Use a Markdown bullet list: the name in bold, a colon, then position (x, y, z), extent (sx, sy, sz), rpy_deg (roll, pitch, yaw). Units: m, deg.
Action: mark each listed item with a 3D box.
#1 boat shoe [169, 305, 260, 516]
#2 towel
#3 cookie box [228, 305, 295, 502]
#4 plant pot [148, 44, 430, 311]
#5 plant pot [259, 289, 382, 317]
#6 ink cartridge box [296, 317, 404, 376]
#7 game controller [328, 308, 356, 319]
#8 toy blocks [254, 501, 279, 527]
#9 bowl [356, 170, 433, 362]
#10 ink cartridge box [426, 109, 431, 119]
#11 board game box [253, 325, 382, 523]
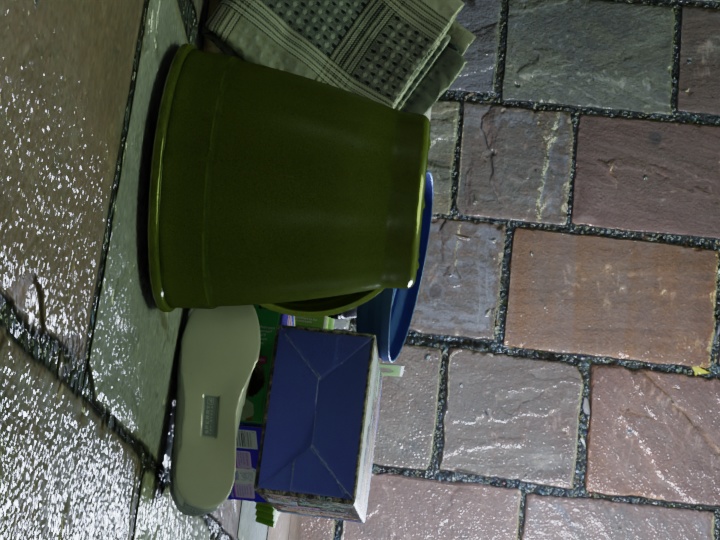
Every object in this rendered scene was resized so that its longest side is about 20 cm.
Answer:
- **boat shoe**: position (-0.131, 0.115, 1.142), extent (0.068, 0.071, 0.202), rpy_deg (138, -44, -60)
- **towel**: position (-0.009, -0.206, 1.128), extent (0.193, 0.200, 0.035), rpy_deg (-55, -171, -28)
- **cookie box**: position (-0.115, 0.114, 1.372), extent (0.172, 0.074, 0.202), rpy_deg (91, 4, -55)
- **plant pot**: position (-0.046, -0.060, 0.997), extent (0.200, 0.191, 0.203), rpy_deg (6, 90, -89)
- **plant pot**: position (-0.059, -0.062, 1.222), extent (0.193, 0.198, 0.203), rpy_deg (-176, -89, -80)
- **ink cartridge box**: position (-0.040, 0.085, 1.674), extent (0.148, 0.198, 0.077), rpy_deg (87, 9, -79)
- **game controller**: position (0.000, 0.000, 1.406), extent (0.200, 0.042, 0.106), rpy_deg (6, 95, -81)
- **toy blocks**: position (-0.110, 0.180, 1.516), extent (0.202, 0.099, 0.137), rpy_deg (-69, 153, -15)
- **bowl**: position (0.036, -0.007, 1.366), extent (0.201, 0.039, 0.203), rpy_deg (11, 90, -80)
- **ink cartridge box**: position (-0.014, -0.227, 1.550), extent (0.085, 0.198, 0.147), rpy_deg (86, 9, -47)
- **board game box**: position (-0.037, 0.158, 1.308), extent (0.200, 0.096, 0.161), rpy_deg (80, 16, -73)
